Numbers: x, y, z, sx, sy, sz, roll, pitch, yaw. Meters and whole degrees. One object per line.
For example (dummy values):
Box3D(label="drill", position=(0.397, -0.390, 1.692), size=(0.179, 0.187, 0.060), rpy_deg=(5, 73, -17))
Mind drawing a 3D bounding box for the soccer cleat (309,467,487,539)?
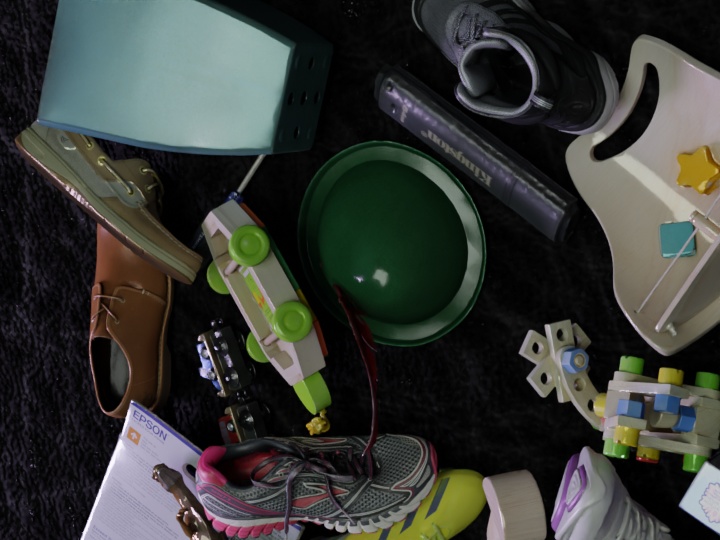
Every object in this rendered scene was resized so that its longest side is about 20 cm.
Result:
Box3D(label="soccer cleat", position=(0.022, 0.232, 1.503), size=(0.199, 0.084, 0.065), rpy_deg=(-28, 119, 3))

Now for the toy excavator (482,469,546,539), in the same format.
Box3D(label="toy excavator", position=(0.117, 0.270, 1.449), size=(0.099, 0.195, 0.202), rpy_deg=(-11, 77, -11))

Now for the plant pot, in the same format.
Box3D(label="plant pot", position=(-0.133, -0.166, 1.499), size=(0.198, 0.141, 0.143), rpy_deg=(16, 101, 18))

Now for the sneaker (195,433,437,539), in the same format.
Box3D(label="sneaker", position=(-0.035, 0.168, 1.482), size=(0.198, 0.081, 0.075), rpy_deg=(-10, 140, 3))

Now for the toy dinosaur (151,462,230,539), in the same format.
Box3D(label="toy dinosaur", position=(-0.121, 0.254, 1.558), size=(0.106, 0.060, 0.202), rpy_deg=(-5, 101, 59))

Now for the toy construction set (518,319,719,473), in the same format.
Box3D(label="toy construction set", position=(0.200, 0.102, 1.382), size=(0.200, 0.130, 0.093), rpy_deg=(27, 103, 64))

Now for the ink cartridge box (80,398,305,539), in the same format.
Box3D(label="ink cartridge box", position=(-0.146, 0.234, 1.615), size=(0.199, 0.041, 0.201), rpy_deg=(35, 123, 17))

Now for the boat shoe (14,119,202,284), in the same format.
Box3D(label="boat shoe", position=(-0.205, -0.070, 1.566), size=(0.200, 0.074, 0.067), rpy_deg=(40, 82, 7))

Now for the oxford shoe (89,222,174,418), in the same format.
Box3D(label="oxford shoe", position=(-0.208, 0.030, 1.608), size=(0.071, 0.071, 0.203), rpy_deg=(-5, 91, 28))

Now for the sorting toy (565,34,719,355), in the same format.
Box3D(label="sorting toy", position=(0.240, -0.076, 1.368), size=(0.180, 0.106, 0.201), rpy_deg=(46, 124, 24))

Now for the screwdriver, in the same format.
Box3D(label="screwdriver", position=(-0.094, -0.078, 1.560), size=(0.201, 0.028, 0.029), rpy_deg=(-53, 34, 22))

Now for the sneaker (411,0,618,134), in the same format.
Box3D(label="sneaker", position=(0.096, -0.171, 1.391), size=(0.199, 0.113, 0.076), rpy_deg=(37, 113, 30))

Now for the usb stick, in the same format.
Box3D(label="usb stick", position=(0.092, -0.094, 1.456), size=(0.199, 0.056, 0.033), rpy_deg=(39, 74, 15))

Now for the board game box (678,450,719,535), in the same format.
Box3D(label="board game box", position=(0.335, 0.195, 1.308), size=(0.199, 0.200, 0.041), rpy_deg=(34, 102, 17))

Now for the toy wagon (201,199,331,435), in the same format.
Box3D(label="toy wagon", position=(-0.071, 0.040, 1.512), size=(0.039, 0.155, 0.201), rpy_deg=(-29, 88, -15))

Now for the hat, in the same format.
Box3D(label="hat", position=(0.000, 0.000, 1.444), size=(0.199, 0.176, 0.167), rpy_deg=(36, 113, 15))

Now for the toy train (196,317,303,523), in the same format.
Box3D(label="toy train", position=(-0.099, 0.139, 1.600), size=(0.045, 0.034, 0.202), rpy_deg=(-16, 93, 39))

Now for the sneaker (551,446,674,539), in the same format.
Box3D(label="sneaker", position=(0.198, 0.191, 1.396), size=(0.099, 0.200, 0.076), rpy_deg=(16, 73, 15))
